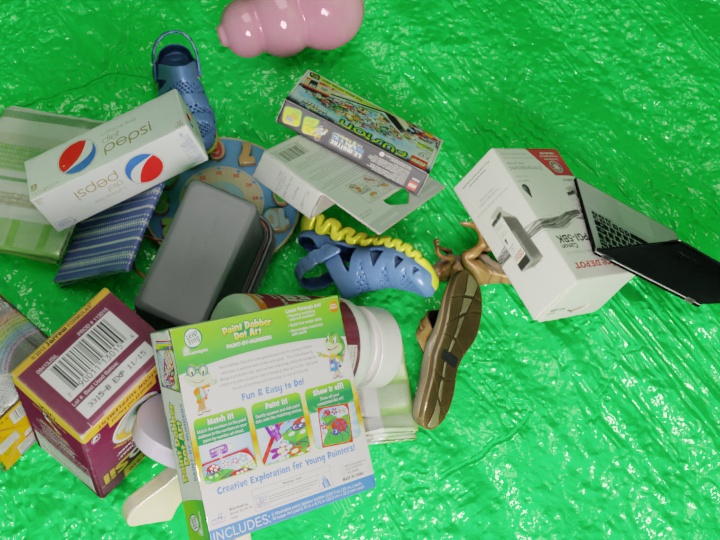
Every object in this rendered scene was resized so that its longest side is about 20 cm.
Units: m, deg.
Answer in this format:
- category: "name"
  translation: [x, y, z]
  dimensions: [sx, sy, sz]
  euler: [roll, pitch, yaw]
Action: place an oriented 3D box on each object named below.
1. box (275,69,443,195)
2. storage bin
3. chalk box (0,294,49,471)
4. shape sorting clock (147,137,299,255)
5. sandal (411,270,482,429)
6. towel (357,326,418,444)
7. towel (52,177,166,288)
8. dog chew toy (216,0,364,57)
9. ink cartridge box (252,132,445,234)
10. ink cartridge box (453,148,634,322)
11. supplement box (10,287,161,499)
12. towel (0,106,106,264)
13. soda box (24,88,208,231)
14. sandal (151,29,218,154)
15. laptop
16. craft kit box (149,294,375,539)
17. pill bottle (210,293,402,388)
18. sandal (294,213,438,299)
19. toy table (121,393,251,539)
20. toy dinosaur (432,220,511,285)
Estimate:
- category: "box"
  translation: [0.002, -0.175, 1.326]
  dimensions: [0.199, 0.035, 0.110]
  euler: [27, 33, -2]
- category: "storage bin"
  translation: [-0.189, -0.007, 1.190]
  dimensions: [0.144, 0.134, 0.202]
  euler: [23, 75, 1]
- category: "chalk box"
  translation: [-0.419, 0.094, 1.140]
  dimensions: [0.199, 0.124, 0.124]
  euler: [38, 65, 13]
- category: "shape sorting clock"
  translation: [-0.173, -0.088, 1.317]
  dimensions: [0.198, 0.039, 0.202]
  euler: [3, 62, -6]
- category: "sandal"
  translation: [0.091, 0.088, 1.237]
  dimensions: [0.054, 0.080, 0.202]
  euler: [6, 66, 35]
- category: "towel"
  translation: [-0.039, 0.133, 1.224]
  dimensions: [0.198, 0.031, 0.151]
  euler: [-4, 64, -10]
- category: "towel"
  translation: [-0.283, -0.073, 1.255]
  dimensions: [0.024, 0.144, 0.202]
  euler: [40, 54, -37]
- category: "dog chew toy"
  translation: [-0.097, -0.346, 1.424]
  dimensions: [0.198, 0.125, 0.125]
  euler: [-19, 66, -9]
- category: "ink cartridge box"
  translation: [-0.010, -0.110, 1.299]
  dimensions: [0.173, 0.044, 0.200]
  euler: [37, 33, 11]
- category: "ink cartridge box"
  translation: [0.229, -0.049, 1.296]
  dimensions: [0.146, 0.083, 0.201]
  euler: [-7, 59, -45]
- category: "supplement box"
  translation: [-0.267, 0.133, 1.094]
  dimensions: [0.103, 0.200, 0.131]
  euler: [37, 64, 12]
- category: "towel"
  translation: [-0.401, -0.106, 1.289]
  dimensions: [0.148, 0.031, 0.202]
  euler: [10, 62, 7]
- category: "soda box"
  translation: [-0.280, -0.126, 1.207]
  dimensions: [0.198, 0.064, 0.068]
  euler: [-25, 52, 2]
- category: "sandal"
  translation: [-0.231, -0.231, 1.348]
  dimensions: [0.079, 0.087, 0.201]
  euler: [-12, 58, -14]
- category: "laptop"
  translation: [0.377, -0.039, 1.261]
  dimensions: [0.186, 0.116, 0.201]
  euler: [24, 41, -27]
- category: "craft kit box"
  translation: [-0.089, 0.137, 1.009]
  dimensions: [0.199, 0.048, 0.200]
  euler: [-10, 90, -39]
- category: "pill bottle"
  translation: [-0.058, 0.082, 1.141]
  dimensions: [0.199, 0.110, 0.110]
  euler: [3, 57, -38]
- category: "sandal"
  translation: [0.000, 0.000, 1.253]
  dimensions: [0.199, 0.080, 0.088]
  euler: [16, 67, 31]
- category: "toy table"
  translation: [-0.150, 0.201, 1.087]
  dimensions: [0.198, 0.118, 0.184]
  euler: [8, 27, -27]
- category: "toy dinosaur"
  translation: [0.151, -0.004, 1.319]
  dimensions: [0.198, 0.060, 0.107]
  euler: [7, 89, 0]
